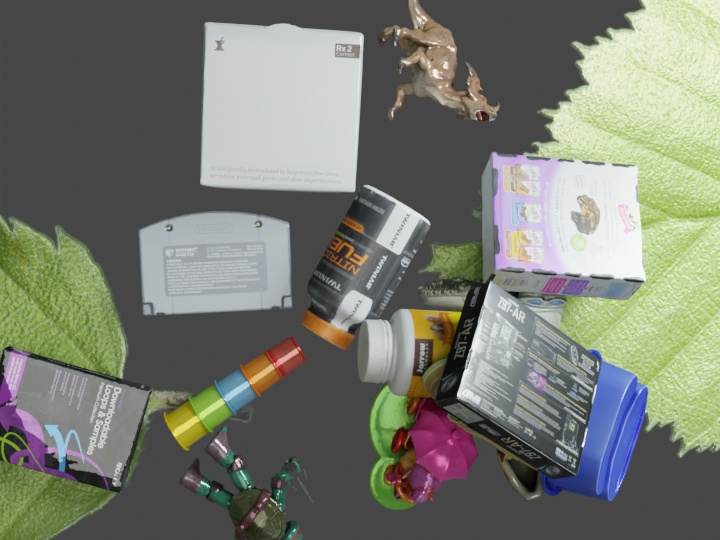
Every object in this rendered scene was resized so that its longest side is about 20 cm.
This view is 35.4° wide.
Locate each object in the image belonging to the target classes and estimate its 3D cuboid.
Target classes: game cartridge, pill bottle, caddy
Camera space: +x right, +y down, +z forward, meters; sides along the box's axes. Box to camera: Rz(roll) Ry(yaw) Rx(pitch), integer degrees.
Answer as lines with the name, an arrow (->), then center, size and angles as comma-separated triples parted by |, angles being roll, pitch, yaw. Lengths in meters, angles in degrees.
game cartridge -> -0.190, -0.012, 1.484 | 0.198, 0.040, 0.135 | -2, 97, -5
pill bottle -> 0.000, 0.000, 1.465 | 0.106, 0.106, 0.201 | 29, 91, -6
pill bottle -> 0.099, 0.106, 1.427 | 0.198, 0.109, 0.110 | 3, 94, -11
caddy -> 0.297, 0.206, 1.481 | 0.104, 0.141, 0.202 | 16, 80, 29

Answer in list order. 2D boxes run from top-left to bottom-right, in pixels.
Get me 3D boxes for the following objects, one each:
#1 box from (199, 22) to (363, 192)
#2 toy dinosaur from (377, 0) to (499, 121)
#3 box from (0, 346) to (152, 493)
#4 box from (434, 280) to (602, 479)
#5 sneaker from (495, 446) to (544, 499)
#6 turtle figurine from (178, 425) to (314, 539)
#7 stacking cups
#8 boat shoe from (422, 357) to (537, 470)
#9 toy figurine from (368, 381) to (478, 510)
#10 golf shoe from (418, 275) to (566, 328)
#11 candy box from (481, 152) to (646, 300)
box -> -0.102, -0.201, 1.430 | 0.197, 0.131, 0.202 | 3, 93, -5
toy dinosaur -> 0.101, -0.272, 1.473 | 0.134, 0.086, 0.202 | -6, 78, -15
box -> -0.388, 0.196, 1.480 | 0.198, 0.036, 0.144 | 16, 92, -7
box -> 0.194, 0.132, 1.350 | 0.199, 0.043, 0.161 | 33, 58, -23
sneaker -> 0.204, 0.204, 1.498 | 0.074, 0.090, 0.202 | -22, 96, 7
turtle figurine -> -0.134, 0.305, 1.480 | 0.200, 0.101, 0.150 | 40, 90, -2
stacking cups -> -0.160, 0.160, 1.484 | 0.199, 0.061, 0.061 | -32, 96, -2
boat shoe -> 0.159, 0.176, 1.375 | 0.073, 0.063, 0.200 | -43, 117, 15
toy figurine -> 0.081, 0.237, 1.449 | 0.149, 0.184, 0.201 | 24, 92, -6
golf shoe -> 0.173, 0.061, 1.503 | 0.198, 0.078, 0.098 | 6, 102, -3
candy box -> 0.261, -0.057, 1.469 | 0.198, 0.072, 0.169 | 5, 66, -6
